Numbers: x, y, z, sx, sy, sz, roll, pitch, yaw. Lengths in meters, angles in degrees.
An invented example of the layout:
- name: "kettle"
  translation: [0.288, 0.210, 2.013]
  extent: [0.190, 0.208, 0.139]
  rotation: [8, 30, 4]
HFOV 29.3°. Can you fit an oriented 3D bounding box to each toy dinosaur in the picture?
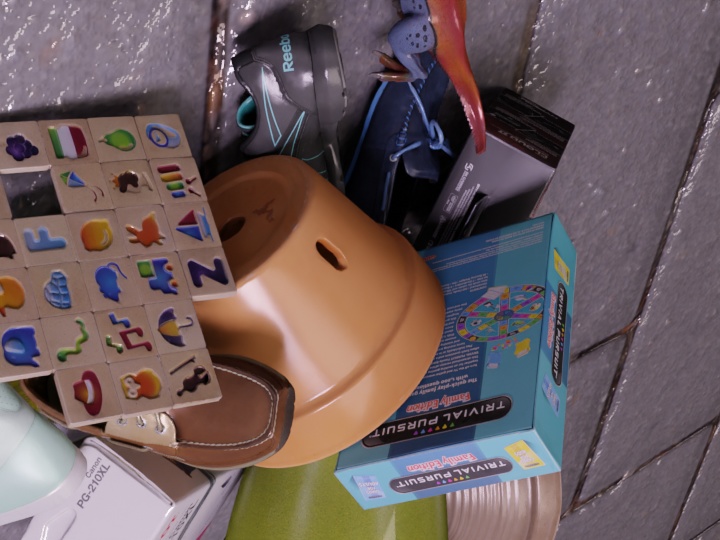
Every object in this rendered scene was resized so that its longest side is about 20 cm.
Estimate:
- name: "toy dinosaur"
  translation: [0.059, -0.206, 0.956]
  extent: [0.105, 0.199, 0.182]
  rotation: [-52, -178, -22]

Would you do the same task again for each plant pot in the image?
- name: "plant pot"
  translation: [-0.012, 0.174, 1.091]
  extent: [0.199, 0.199, 0.196]
  rotation: [-4, 107, -47]
- name: "plant pot"
  translation: [0.079, 0.172, 1.192]
  extent: [0.092, 0.201, 0.203]
  rotation: [-10, 132, -28]
- name: "plant pot"
  translation: [-0.058, 0.016, 0.970]
  extent: [0.200, 0.200, 0.141]
  rotation: [-43, 125, -9]

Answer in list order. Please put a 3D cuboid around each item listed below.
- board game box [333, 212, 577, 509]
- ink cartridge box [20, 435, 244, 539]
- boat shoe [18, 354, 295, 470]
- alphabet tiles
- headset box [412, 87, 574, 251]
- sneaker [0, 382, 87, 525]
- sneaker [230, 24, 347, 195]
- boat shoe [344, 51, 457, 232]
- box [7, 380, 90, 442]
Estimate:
- name: "board game box"
  translation: [0.071, 0.062, 0.970]
  extent: [0.149, 0.202, 0.047]
  rotation: [-16, 130, 27]
- name: "ink cartridge box"
  translation: [-0.175, 0.190, 1.054]
  extent: [0.146, 0.084, 0.200]
  rotation: [-56, 171, 10]
- name: "boat shoe"
  translation: [-0.137, 0.085, 0.883]
  extent: [0.074, 0.198, 0.077]
  rotation: [17, 77, -58]
- name: "alphabet tiles"
  translation: [-0.157, -0.006, 0.838]
  extent: [0.165, 0.202, 0.008]
  rotation: [-7, 157, -34]
- name: "headset box"
  translation: [0.104, -0.054, 1.135]
  extent: [0.150, 0.077, 0.200]
  rotation: [-64, 174, 21]
- name: "sneaker"
  translation: [-0.297, 0.131, 0.924]
  extent: [0.198, 0.074, 0.119]
  rotation: [-25, 123, 10]
- name: "sneaker"
  translation: [-0.051, -0.101, 1.010]
  extent: [0.078, 0.076, 0.201]
  rotation: [-8, 143, -6]
- name: "boat shoe"
  translation: [0.038, -0.085, 1.094]
  extent: [0.084, 0.068, 0.202]
  rotation: [0, 113, -60]
- name: "box"
  translation: [-0.210, 0.038, 0.964]
  extent: [0.116, 0.048, 0.202]
  rotation: [-21, 140, -36]
